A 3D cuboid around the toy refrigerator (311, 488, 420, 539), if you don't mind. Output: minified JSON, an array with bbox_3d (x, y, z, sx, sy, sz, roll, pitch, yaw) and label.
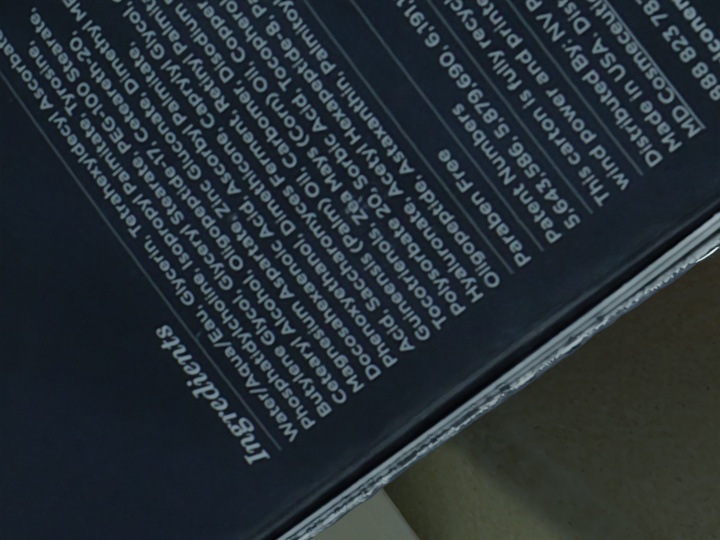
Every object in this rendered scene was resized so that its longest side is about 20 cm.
[{"bbox_3d":[-0.037,0.050,0.719,0.070,0.200,0.076,-36,178,-10],"label":"toy refrigerator"}]

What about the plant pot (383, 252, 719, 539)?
[{"bbox_3d":[0.108,0.075,0.795,0.199,0.177,0.200,-29,143,-26],"label":"plant pot"}]

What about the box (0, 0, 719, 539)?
[{"bbox_3d":[0.023,-0.047,0.586,0.196,0.124,0.200,-40,178,32],"label":"box"}]
